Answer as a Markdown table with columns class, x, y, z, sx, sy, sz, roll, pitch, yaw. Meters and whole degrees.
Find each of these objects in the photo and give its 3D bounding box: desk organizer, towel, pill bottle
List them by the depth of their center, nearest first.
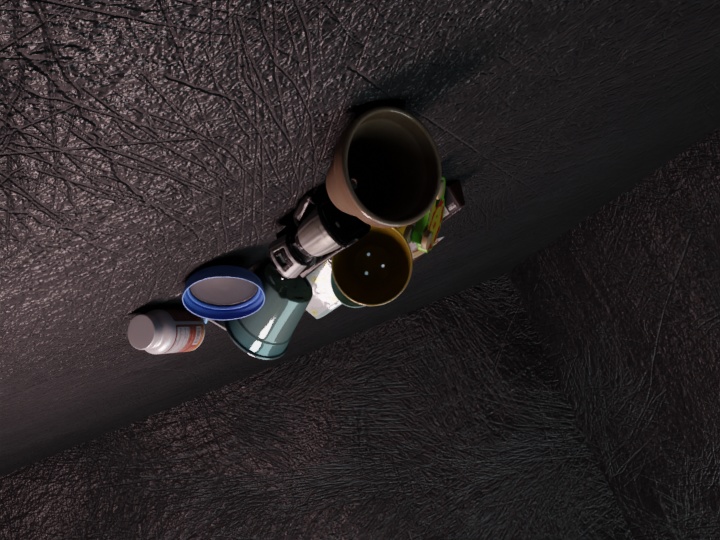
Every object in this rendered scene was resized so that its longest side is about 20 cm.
| class | x | y | z | sx | sy | sz | roll | pitch | yaw |
| --- | --- | --- | --- | --- | --- | --- | --- | --- | --- |
| pill bottle | -0.501 | 0.157 | 1.543 | 0.111 | 0.114 | 0.200 | -27 | 167 | 16 |
| desk organizer | 0.209 | -0.162 | 1.654 | 0.077 | 0.072 | 0.199 | -30 | 176 | -46 |
| towel | -0.114 | 0.035 | 1.693 | 0.199 | 0.171 | 0.048 | -34 | -160 | 30 |

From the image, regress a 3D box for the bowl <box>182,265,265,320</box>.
| class | x | y | z | sx | sy | sz | roll | pitch | yaw |
| --- | --- | --- | --- | --- | --- | --- | --- | --- | --- |
| bowl | -0.331 | 0.054 | 1.450 | 0.196 | 0.040 | 0.202 | -7 | 147 | -4 |

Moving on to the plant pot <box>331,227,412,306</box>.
| class | x | y | z | sx | sy | sz | roll | pitch | yaw |
| --- | --- | --- | --- | --- | --- | --- | --- | --- | --- |
| plant pot | 0.031 | -0.016 | 1.494 | 0.197 | 0.203 | 0.142 | -24 | 178 | 2 |

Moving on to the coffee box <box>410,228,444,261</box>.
| class | x | y | z | sx | sy | sz | roll | pitch | yaw |
| --- | --- | --- | --- | --- | --- | --- | --- | --- | --- |
| coffee box | 0.159 | -0.086 | 1.880 | 0.113 | 0.081 | 0.200 | -17 | 165 | -30 |

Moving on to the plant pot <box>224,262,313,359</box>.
| class | x | y | z | sx | sy | sz | roll | pitch | yaw |
| --- | --- | --- | --- | --- | --- | --- | --- | --- | --- |
| plant pot | -0.235 | 0.097 | 1.598 | 0.199 | 0.201 | 0.197 | -8 | 142 | -52 |

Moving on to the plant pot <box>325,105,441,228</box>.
| class | x | y | z | sx | sy | sz | roll | pitch | yaw |
| --- | --- | --- | --- | --- | --- | --- | --- | --- | --- |
| plant pot | 0.021 | -0.168 | 1.071 | 0.197 | 0.204 | 0.174 | -18 | -177 | -26 |

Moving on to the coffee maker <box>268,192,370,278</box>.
| class | x | y | z | sx | sy | sz | roll | pitch | yaw |
| --- | --- | --- | --- | --- | --- | --- | --- | --- | --- |
| coffee maker | -0.078 | -0.076 | 1.314 | 0.190 | 0.137 | 0.199 | -2 | 159 | -46 |

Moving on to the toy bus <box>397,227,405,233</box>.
| class | x | y | z | sx | sy | sz | roll | pitch | yaw |
| --- | --- | --- | --- | --- | --- | --- | --- | --- | --- |
| toy bus | 0.093 | -0.125 | 1.592 | 0.064 | 0.079 | 0.200 | -22 | 167 | -8 |

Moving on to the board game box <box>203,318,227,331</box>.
| class | x | y | z | sx | sy | sz | roll | pitch | yaw |
| --- | --- | --- | --- | --- | --- | --- | --- | --- | --- |
| board game box | -0.336 | 0.151 | 1.726 | 0.198 | 0.198 | 0.026 | -7 | 115 | -53 |

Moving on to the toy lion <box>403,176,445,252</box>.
| class | x | y | z | sx | sy | sz | roll | pitch | yaw |
| --- | --- | --- | --- | --- | --- | --- | --- | --- | --- |
| toy lion | 0.177 | -0.143 | 1.510 | 0.068 | 0.204 | 0.191 | 18 | -162 | 19 |

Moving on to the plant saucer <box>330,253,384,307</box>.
| class | x | y | z | sx | sy | sz | roll | pitch | yaw |
| --- | --- | --- | --- | --- | --- | --- | --- | --- | --- |
| plant saucer | 0.000 | 0.000 | 1.612 | 0.197 | 0.204 | 0.036 | -19 | -151 | -22 |
